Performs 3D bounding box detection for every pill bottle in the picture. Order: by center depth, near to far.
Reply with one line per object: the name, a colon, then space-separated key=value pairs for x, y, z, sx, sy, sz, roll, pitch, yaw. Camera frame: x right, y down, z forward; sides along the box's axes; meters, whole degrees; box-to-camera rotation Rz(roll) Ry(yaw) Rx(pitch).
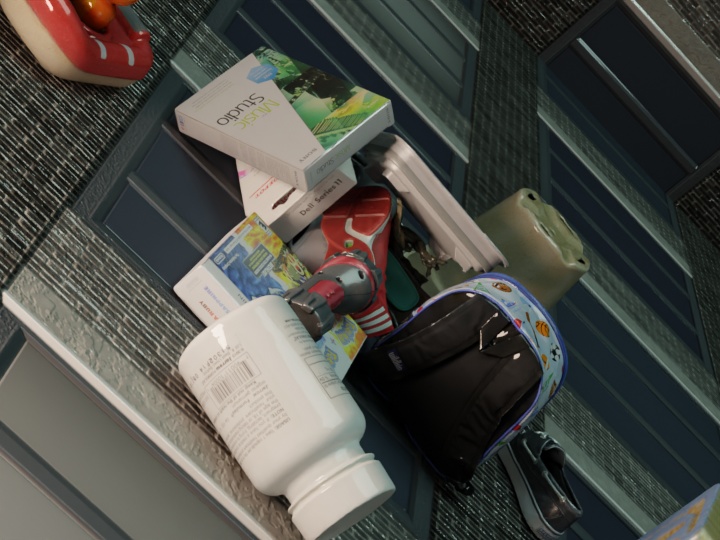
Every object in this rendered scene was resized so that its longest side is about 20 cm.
pill bottle: x=-0.061 y=0.132 z=1.388 sx=0.200 sy=0.114 sz=0.114 roll=55 pitch=21 yaw=14

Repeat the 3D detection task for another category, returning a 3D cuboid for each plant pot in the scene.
plant pot: x=0.181 y=0.001 z=2.031 sx=0.200 sy=0.183 sz=0.201 roll=41 pitch=22 yaw=-20

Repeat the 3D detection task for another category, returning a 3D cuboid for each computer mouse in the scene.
computer mouse: x=-0.032 y=-0.040 z=1.861 sx=0.110 sy=0.044 sz=0.200 roll=48 pitch=20 yaw=-9
computer mouse: x=0.016 y=-0.103 z=2.045 sx=0.138 sy=0.053 sz=0.200 roll=44 pitch=17 yaw=-19

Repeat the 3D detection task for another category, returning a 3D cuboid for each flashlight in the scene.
flashlight: x=-0.032 y=0.030 z=1.575 sx=0.068 sy=0.068 sz=0.200 roll=52 pitch=18 yaw=-2

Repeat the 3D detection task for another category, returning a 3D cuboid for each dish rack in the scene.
dish rack: x=0.076 y=-0.072 z=1.829 sx=0.200 sy=0.044 sz=0.172 roll=49 pitch=-4 yaw=-14

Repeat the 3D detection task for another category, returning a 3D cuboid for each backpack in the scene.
backpack: x=0.124 y=0.101 z=1.693 sx=0.200 sy=0.190 sz=0.154 roll=50 pitch=38 yaw=4

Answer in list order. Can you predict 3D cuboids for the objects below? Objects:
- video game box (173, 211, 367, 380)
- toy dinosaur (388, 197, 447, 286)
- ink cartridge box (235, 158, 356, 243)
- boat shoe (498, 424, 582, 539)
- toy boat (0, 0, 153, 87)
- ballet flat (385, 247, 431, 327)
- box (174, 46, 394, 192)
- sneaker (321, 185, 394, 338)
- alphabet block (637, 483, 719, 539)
video game box: x=-0.084 y=0.044 z=1.600 sx=0.182 sy=0.047 sz=0.200 roll=50 pitch=20 yaw=-6
toy dinosaur: x=0.055 y=-0.027 z=1.875 sx=0.088 sy=0.047 sz=0.200 roll=54 pitch=-7 yaw=5
ink cartridge box: x=-0.074 y=-0.115 z=1.799 sx=0.067 sy=0.117 sz=0.200 roll=36 pitch=26 yaw=-34
boat shoe: x=0.206 y=0.220 z=1.861 sx=0.072 sy=0.068 sz=0.200 roll=35 pitch=24 yaw=-35
toy boat: x=-0.272 y=-0.272 z=1.644 sx=0.131 sy=0.131 sz=0.200 roll=54 pitch=20 yaw=13
ballet flat: x=0.060 y=0.058 z=1.844 sx=0.200 sy=0.073 sz=0.073 roll=55 pitch=21 yaw=15
box: x=-0.084 y=-0.169 z=1.746 sx=0.200 sy=0.144 sz=0.036 roll=27 pitch=-36 yaw=32
sneaker: x=0.000 y=0.000 z=1.783 sx=0.200 sy=0.078 sz=0.116 roll=-72 pitch=157 yaw=-50
alphabet block: x=0.372 y=0.383 z=1.740 sx=0.200 sy=0.195 sz=0.196 roll=52 pitch=22 yaw=5
